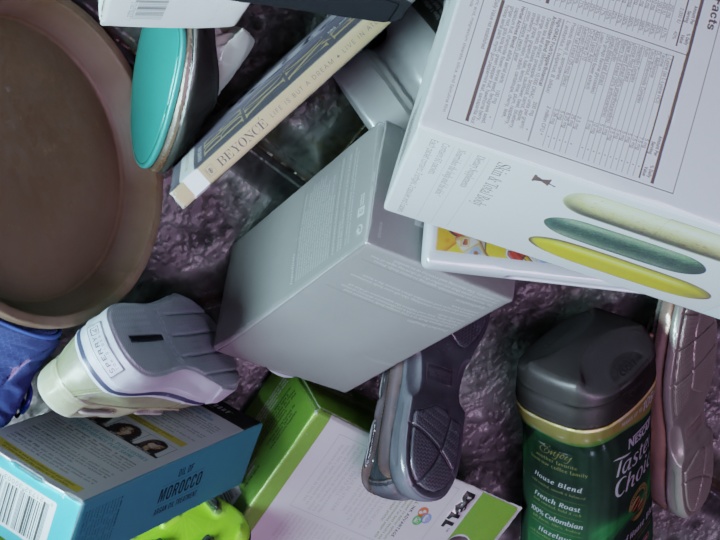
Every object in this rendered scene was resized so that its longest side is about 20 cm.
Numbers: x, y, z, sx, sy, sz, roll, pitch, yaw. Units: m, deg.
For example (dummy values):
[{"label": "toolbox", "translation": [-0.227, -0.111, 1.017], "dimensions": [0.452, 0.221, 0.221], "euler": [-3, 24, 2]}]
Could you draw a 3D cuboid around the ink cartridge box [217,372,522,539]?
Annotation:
[{"label": "ink cartridge box", "translation": [-0.007, 0.174, 1.024], "dimensions": [0.199, 0.076, 0.148], "euler": [28, 103, -32]}]

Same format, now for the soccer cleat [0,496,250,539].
[{"label": "soccer cleat", "translation": [-0.163, 0.190, 0.964], "dimensions": [0.198, 0.068, 0.081], "euler": [-4, 132, 15]}]

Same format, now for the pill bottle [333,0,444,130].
[{"label": "pill bottle", "translation": [0.088, -0.143, 0.881], "dimensions": [0.199, 0.117, 0.117], "euler": [-35, 120, 2]}]

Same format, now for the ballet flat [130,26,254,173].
[{"label": "ballet flat", "translation": [-0.096, -0.157, 0.838], "dimensions": [0.068, 0.068, 0.202], "euler": [-6, 110, -30]}]

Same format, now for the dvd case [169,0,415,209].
[{"label": "dvd case", "translation": [-0.034, -0.120, 0.835], "dimensions": [0.200, 0.149, 0.016], "euler": [-42, 104, 4]}]

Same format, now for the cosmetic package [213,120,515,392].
[{"label": "cosmetic package", "translation": [0.000, 0.000, 0.877], "dimensions": [0.106, 0.200, 0.091], "euler": [21, 63, -26]}]

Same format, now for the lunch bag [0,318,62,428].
[{"label": "lunch bag", "translation": [-0.279, 0.036, 0.836], "dimensions": [0.199, 0.136, 0.133], "euler": [29, 104, -29]}]

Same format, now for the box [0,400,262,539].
[{"label": "box", "translation": [-0.148, 0.119, 0.881], "dimensions": [0.200, 0.082, 0.049], "euler": [-15, 128, -63]}]

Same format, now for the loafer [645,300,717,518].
[{"label": "loafer", "translation": [0.226, 0.093, 1.068], "dimensions": [0.072, 0.063, 0.202], "euler": [-30, 123, -42]}]

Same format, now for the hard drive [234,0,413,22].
[{"label": "hard drive", "translation": [-0.042, -0.226, 0.688], "dimensions": [0.138, 0.033, 0.202], "euler": [5, 73, -14]}]

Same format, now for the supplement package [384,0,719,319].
[{"label": "supplement package", "translation": [0.132, -0.085, 0.702], "dimensions": [0.198, 0.152, 0.152], "euler": [18, 78, -1]}]

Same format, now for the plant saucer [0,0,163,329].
[{"label": "plant saucer", "translation": [-0.190, -0.065, 0.812], "dimensions": [0.029, 0.201, 0.201], "euler": [-9, 128, 35]}]

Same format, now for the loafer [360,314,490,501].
[{"label": "loafer", "translation": [0.038, 0.056, 0.953], "dimensions": [0.072, 0.063, 0.202], "euler": [28, 63, -35]}]

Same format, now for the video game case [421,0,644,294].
[{"label": "video game case", "translation": [0.131, -0.090, 0.793], "dimensions": [0.180, 0.023, 0.202], "euler": [6, 80, -4]}]

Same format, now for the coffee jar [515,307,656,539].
[{"label": "coffee jar", "translation": [0.165, 0.132, 1.034], "dimensions": [0.104, 0.085, 0.201], "euler": [-35, 131, -38]}]

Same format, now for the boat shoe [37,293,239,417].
[{"label": "boat shoe", "translation": [-0.135, 0.056, 0.884], "dimensions": [0.062, 0.200, 0.072], "euler": [-28, 77, 12]}]

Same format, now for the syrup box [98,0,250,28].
[{"label": "syrup box", "translation": [-0.099, -0.236, 0.750], "dimensions": [0.081, 0.079, 0.202], "euler": [-1, 86, -15]}]
